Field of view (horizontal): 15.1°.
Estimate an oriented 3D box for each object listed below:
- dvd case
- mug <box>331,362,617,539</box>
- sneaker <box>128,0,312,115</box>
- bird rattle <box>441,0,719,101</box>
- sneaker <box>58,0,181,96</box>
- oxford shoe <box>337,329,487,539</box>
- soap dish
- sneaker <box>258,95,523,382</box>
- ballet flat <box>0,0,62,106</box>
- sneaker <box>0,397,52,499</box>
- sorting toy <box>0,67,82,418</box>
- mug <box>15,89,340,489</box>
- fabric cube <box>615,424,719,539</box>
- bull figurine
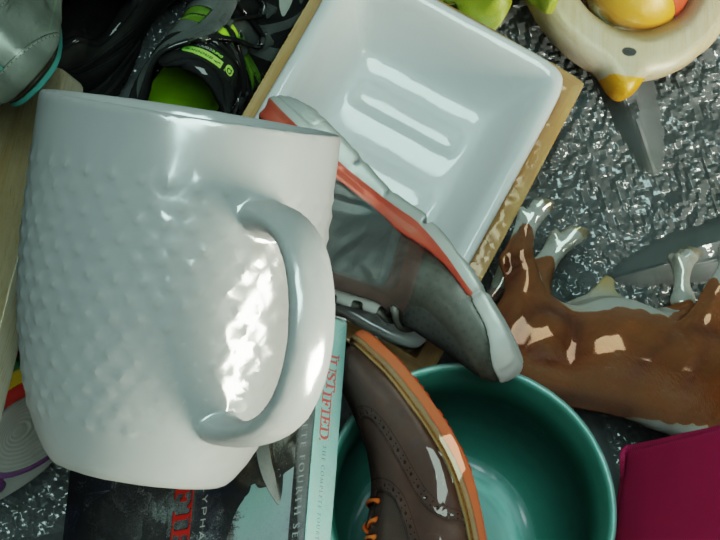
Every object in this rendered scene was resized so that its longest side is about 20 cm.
[{"bbox_3d":[-0.084,0.108,1.389,0.022,0.200,0.147,20,67,-40],"label":"dvd case"},{"bbox_3d":[0.037,0.126,1.429,0.185,0.114,0.152,38,73,6],"label":"mug"},{"bbox_3d":[-0.076,-0.117,1.489,0.071,0.083,0.200,33,83,-15],"label":"sneaker"},{"bbox_3d":[0.144,-0.188,1.569,0.200,0.113,0.163,-40,93,-29],"label":"bird rattle"},{"bbox_3d":[-0.122,-0.175,1.513,0.076,0.091,0.200,27,69,2],"label":"sneaker"},{"bbox_3d":[0.025,0.126,1.332,0.072,0.071,0.200,-23,77,-7],"label":"oxford shoe"},{"bbox_3d":[0.009,-0.054,1.498,0.157,0.081,0.200,28,71,2],"label":"soap dish"},{"bbox_3d":[0.000,0.000,1.403,0.082,0.077,0.200,-43,67,-5],"label":"sneaker"},{"bbox_3d":[-0.180,-0.143,1.375,0.064,0.200,0.067,41,104,-18],"label":"ballet flat"},{"bbox_3d":[-0.189,0.036,1.460,0.099,0.075,0.200,20,81,37],"label":"sneaker"},{"bbox_3d":[-0.231,0.004,1.409,0.198,0.070,0.201,0,68,34],"label":"sorting toy"},{"bbox_3d":[-0.078,0.015,1.288,0.147,0.200,0.176,5,96,-38],"label":"mug"},{"bbox_3d":[0.245,0.189,1.363,0.199,0.199,0.197,19,72,-24],"label":"fabric cube"},{"bbox_3d":[0.155,0.038,1.487,0.199,0.065,0.122,12,75,-12],"label":"bull figurine"}]
